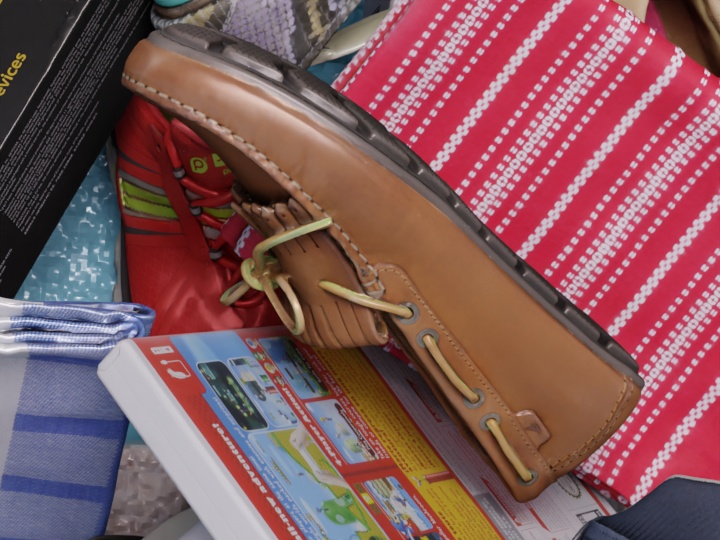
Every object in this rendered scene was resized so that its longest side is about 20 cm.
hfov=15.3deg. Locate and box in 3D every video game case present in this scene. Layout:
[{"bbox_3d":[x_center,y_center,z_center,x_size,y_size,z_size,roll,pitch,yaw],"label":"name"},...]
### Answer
[{"bbox_3d":[0.017,0.074,0.873,0.017,0.200,0.143,-47,68,25],"label":"video game case"}]

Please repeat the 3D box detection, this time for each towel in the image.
[{"bbox_3d":[-0.173,0.053,0.865,0.199,0.147,0.024,4,51,-13],"label":"towel"},{"bbox_3d":[0.073,-0.009,0.895,0.200,0.023,0.145,33,109,-18],"label":"towel"}]

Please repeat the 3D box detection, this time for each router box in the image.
[{"bbox_3d":[-0.144,-0.096,0.906,0.157,0.052,0.201,20,72,28],"label":"router box"}]

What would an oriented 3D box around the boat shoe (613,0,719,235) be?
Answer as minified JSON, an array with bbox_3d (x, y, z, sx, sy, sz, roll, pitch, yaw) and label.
[{"bbox_3d":[0.116,-0.031,0.936,0.074,0.069,0.200,-45,123,-24],"label":"boat shoe"}]

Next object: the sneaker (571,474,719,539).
[{"bbox_3d":[0.131,0.145,0.768,0.202,0.077,0.147,30,81,21],"label":"sneaker"}]

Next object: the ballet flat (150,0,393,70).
[{"bbox_3d":[0.022,-0.128,0.882,0.200,0.072,0.072,-41,89,-2],"label":"ballet flat"}]

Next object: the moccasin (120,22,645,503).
[{"bbox_3d":[-0.001,-0.001,0.846,0.078,0.074,0.201,-47,118,2],"label":"moccasin"}]

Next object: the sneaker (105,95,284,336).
[{"bbox_3d":[-0.053,-0.026,0.932,0.077,0.085,0.201,-14,81,-13],"label":"sneaker"}]

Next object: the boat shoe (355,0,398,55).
[{"bbox_3d":[0.033,-0.089,0.941,0.056,0.069,0.201,13,84,-11],"label":"boat shoe"}]

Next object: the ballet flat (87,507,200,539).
[{"bbox_3d":[-0.007,0.105,0.917,0.199,0.068,0.069,-8,121,-14],"label":"ballet flat"}]

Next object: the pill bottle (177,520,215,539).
[{"bbox_3d":[-0.088,0.176,0.840,0.200,0.114,0.114,-42,89,4],"label":"pill bottle"}]
